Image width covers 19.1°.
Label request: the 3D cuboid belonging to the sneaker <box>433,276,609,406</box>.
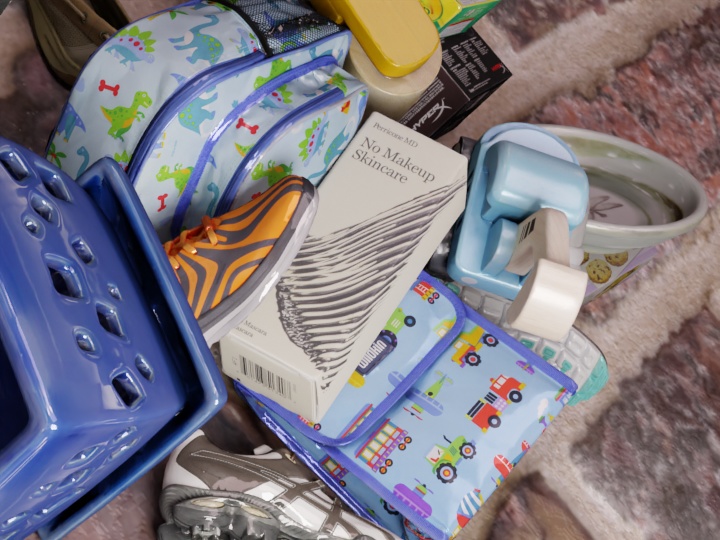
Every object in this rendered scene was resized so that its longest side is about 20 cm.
[{"bbox_3d":[0.105,0.030,1.629,0.199,0.078,0.091,30,32,-16],"label":"sneaker"}]

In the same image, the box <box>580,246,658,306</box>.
[{"bbox_3d":[0.178,0.007,1.751,0.042,0.039,0.200,53,37,10],"label":"box"}]

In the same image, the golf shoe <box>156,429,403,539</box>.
[{"bbox_3d":[-0.038,0.156,1.378,0.199,0.078,0.095,23,43,-31],"label":"golf shoe"}]

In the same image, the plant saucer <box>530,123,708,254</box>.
[{"bbox_3d":[0.185,-0.059,1.769,0.199,0.050,0.200,10,26,-5],"label":"plant saucer"}]

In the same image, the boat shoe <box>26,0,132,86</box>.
[{"bbox_3d":[-0.220,-0.227,1.545,0.073,0.063,0.201,-3,60,-46],"label":"boat shoe"}]

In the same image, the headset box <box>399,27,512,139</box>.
[{"bbox_3d":[0.017,-0.200,1.717,0.200,0.077,0.149,48,21,1],"label":"headset box"}]

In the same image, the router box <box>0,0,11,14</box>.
[{"bbox_3d":[-0.293,-0.225,1.401,0.062,0.150,0.201,10,51,-38],"label":"router box"}]

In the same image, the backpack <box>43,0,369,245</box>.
[{"bbox_3d":[-0.101,-0.091,1.435,0.147,0.184,0.200,42,38,22],"label":"backpack"}]

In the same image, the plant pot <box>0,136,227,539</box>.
[{"bbox_3d":[-0.204,0.051,1.219,0.179,0.200,0.201,-1,58,-53],"label":"plant pot"}]

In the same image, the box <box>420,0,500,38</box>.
[{"bbox_3d":[0.019,-0.272,1.674,0.200,0.048,0.117,53,21,4],"label":"box"}]

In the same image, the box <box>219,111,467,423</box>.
[{"bbox_3d":[-0.010,-0.004,1.431,0.082,0.069,0.200,26,64,14],"label":"box"}]

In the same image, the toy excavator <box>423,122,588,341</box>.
[{"bbox_3d":[0.115,-0.028,1.489,0.099,0.200,0.195,18,68,-9],"label":"toy excavator"}]

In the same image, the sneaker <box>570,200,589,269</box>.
[{"bbox_3d":[0.089,-0.062,1.645,0.199,0.081,0.089,22,83,-8],"label":"sneaker"}]

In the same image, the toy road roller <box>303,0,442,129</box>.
[{"bbox_3d":[0.011,-0.217,1.545,0.146,0.123,0.201,-29,84,-23],"label":"toy road roller"}]

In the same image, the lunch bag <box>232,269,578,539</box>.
[{"bbox_3d":[0.020,0.081,1.465,0.200,0.094,0.151,40,69,7],"label":"lunch bag"}]

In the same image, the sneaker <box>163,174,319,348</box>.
[{"bbox_3d":[-0.123,-0.005,1.342,0.112,0.200,0.078,43,3,-15],"label":"sneaker"}]
